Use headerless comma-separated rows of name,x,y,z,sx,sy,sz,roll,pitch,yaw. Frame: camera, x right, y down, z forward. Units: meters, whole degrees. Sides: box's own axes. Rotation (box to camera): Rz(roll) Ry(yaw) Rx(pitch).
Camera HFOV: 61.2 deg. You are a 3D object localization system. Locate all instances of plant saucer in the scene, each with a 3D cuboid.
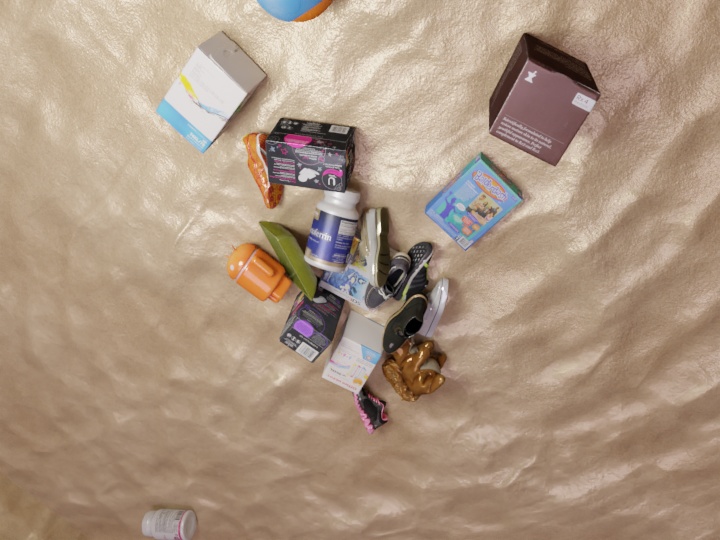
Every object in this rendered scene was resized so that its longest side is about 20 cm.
plant saucer,-0.186,-0.040,1.632,0.047,0.199,0.203,-33,116,-11

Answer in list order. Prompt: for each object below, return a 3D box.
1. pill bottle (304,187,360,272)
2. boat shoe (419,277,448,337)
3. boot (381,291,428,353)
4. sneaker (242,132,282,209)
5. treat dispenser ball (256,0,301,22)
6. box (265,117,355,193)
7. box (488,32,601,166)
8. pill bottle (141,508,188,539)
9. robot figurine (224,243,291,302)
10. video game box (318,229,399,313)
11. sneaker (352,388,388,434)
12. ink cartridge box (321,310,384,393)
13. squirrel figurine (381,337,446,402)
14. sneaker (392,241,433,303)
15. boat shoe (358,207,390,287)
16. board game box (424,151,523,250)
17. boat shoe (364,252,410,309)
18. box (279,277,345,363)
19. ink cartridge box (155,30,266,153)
pill bottle,-0.068,-0.110,1.545,0.112,0.116,0.206,15,100,2
boat shoe,0.192,0.103,1.679,0.063,0.074,0.204,14,123,-2
boot,0.108,0.164,1.617,0.076,0.139,0.203,26,115,-3
sneaker,-0.249,-0.257,1.564,0.075,0.073,0.205,10,123,33
treat dispenser ball,-0.133,-0.608,1.218,0.194,0.203,0.206,6,124,9
box,-0.117,-0.278,1.469,0.193,0.134,0.117,9,128,7
box,0.372,-0.359,1.264,0.162,0.202,0.167,24,125,-4
pill bottle,-0.778,1.032,2.474,0.193,0.114,0.116,-3,122,15
robot figurine,-0.291,0.006,1.701,0.198,0.144,0.117,38,102,-11
video game box,0.000,0.000,1.674,0.178,0.047,0.203,25,124,-6
sneaker,0.032,0.422,1.934,0.093,0.079,0.204,-22,118,0
ink cartridge box,-0.022,0.250,1.790,0.126,0.126,0.203,24,124,-4
squirrel figurine,0.131,0.274,1.769,0.186,0.142,0.200,40,120,-7
sneaker,0.154,0.006,1.644,0.081,0.073,0.202,12,129,-26
boat shoe,0.034,-0.057,1.570,0.067,0.074,0.207,-3,79,28
board game box,0.278,-0.167,1.503,0.151,0.045,0.200,40,122,-13
boat shoe,0.066,0.040,1.621,0.071,0.063,0.201,29,124,-12
box,-0.131,0.132,1.693,0.121,0.202,0.106,35,124,-12
ink cartridge box,-0.347,-0.417,1.423,0.145,0.148,0.199,40,123,-14
